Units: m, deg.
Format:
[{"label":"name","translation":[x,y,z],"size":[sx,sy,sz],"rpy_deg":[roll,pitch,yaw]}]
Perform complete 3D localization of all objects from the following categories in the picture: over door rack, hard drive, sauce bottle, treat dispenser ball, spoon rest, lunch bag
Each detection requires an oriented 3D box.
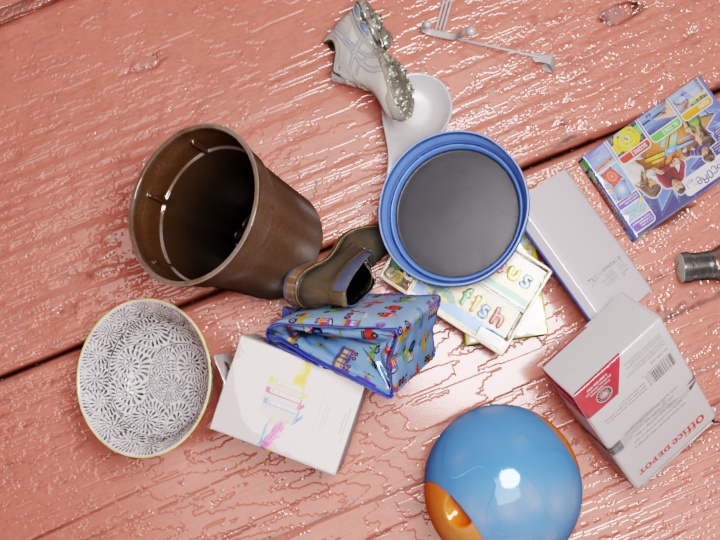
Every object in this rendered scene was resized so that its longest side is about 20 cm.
[{"label":"over door rack","translation":[0.196,-0.379,1.410],"size":[0.196,0.067,0.151],"rpy_deg":[17,85,4]},{"label":"hard drive","translation":[0.292,-0.029,1.349],"size":[0.131,0.025,0.202],"rpy_deg":[-29,82,-43]},{"label":"sauce bottle","translation":[0.523,-0.014,1.357],"size":[0.196,0.066,0.067],"rpy_deg":[-4,83,3]},{"label":"treat dispenser ball","translation":[0.177,0.270,1.270],"size":[0.196,0.201,0.205],"rpy_deg":[0,83,2]},{"label":"spoon rest","translation":[0.065,-0.174,1.395],"size":[0.097,0.061,0.204],"rpy_deg":[14,85,6]},{"label":"lunch bag","translation":[-0.016,0.073,1.303],"size":[0.197,0.150,0.096],"rpy_deg":[13,110,23]}]

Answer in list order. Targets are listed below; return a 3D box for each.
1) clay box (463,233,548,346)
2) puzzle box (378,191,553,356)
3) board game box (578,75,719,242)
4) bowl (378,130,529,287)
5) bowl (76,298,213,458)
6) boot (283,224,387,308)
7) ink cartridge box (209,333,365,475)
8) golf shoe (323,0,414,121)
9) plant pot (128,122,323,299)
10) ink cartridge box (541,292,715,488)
[{"label":"clay box","translation":[0.183,-0.006,1.377],"size":[0.112,0.048,0.204],"rpy_deg":[-7,82,4]},{"label":"puzzle box","translation":[0.138,0.004,1.344],"size":[0.198,0.025,0.134],"rpy_deg":[32,89,9]},{"label":"board game box","translation":[0.417,-0.152,1.390],"size":[0.198,0.034,0.137],"rpy_deg":[-33,84,-1]},{"label":"bowl","translation":[0.121,-0.077,1.311],"size":[0.197,0.039,0.205],"rpy_deg":[-3,80,17]},{"label":"bowl","translation":[-0.265,0.142,1.347],"size":[0.197,0.094,0.205],"rpy_deg":[-2,83,19]},{"label":"boot","translation":[0.000,0.000,1.320],"size":[0.096,0.199,0.076],"rpy_deg":[10,122,40]},{"label":"ink cartridge box","translation":[-0.099,0.167,1.329],"size":[0.197,0.129,0.127],"rpy_deg":[19,88,5]},{"label":"golf shoe","translation":[0.010,-0.269,1.391],"size":[0.096,0.078,0.203],"rpy_deg":[-31,56,19]},{"label":"plant pot","translation":[-0.157,-0.056,1.301],"size":[0.197,0.197,0.204],"rpy_deg":[-9,72,28]},{"label":"ink cartridge box","translation":[0.341,0.154,1.286],"size":[0.144,0.084,0.201],"rpy_deg":[-40,121,-3]}]
